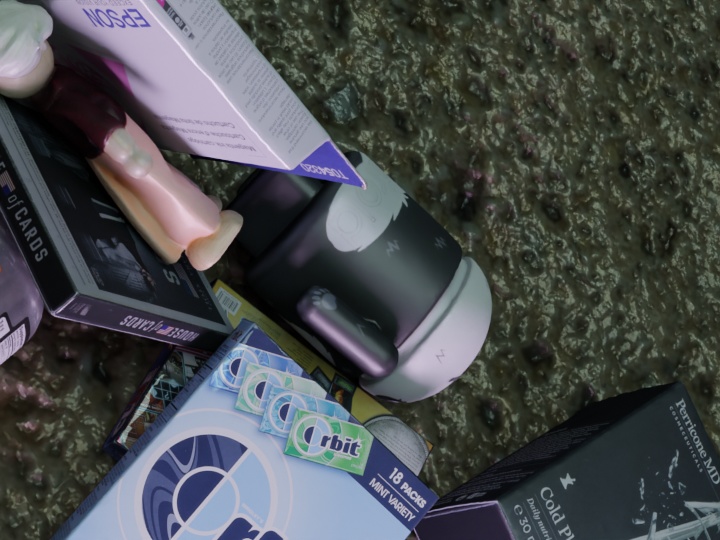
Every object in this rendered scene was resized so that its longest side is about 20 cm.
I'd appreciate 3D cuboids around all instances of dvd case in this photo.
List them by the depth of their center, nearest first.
[{"bbox_3d":[-0.156,-0.027,0.800,0.025,0.200,0.151,-34,71,12],"label":"dvd case"}]

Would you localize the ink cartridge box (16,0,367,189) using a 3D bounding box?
[{"bbox_3d":[-0.117,-0.111,0.792,0.044,0.195,0.200,-54,127,-19],"label":"ink cartridge box"}]

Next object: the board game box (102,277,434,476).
[{"bbox_3d":[-0.059,0.120,0.903,0.199,0.035,0.136,39,62,-14],"label":"board game box"}]

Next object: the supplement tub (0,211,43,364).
[{"bbox_3d":[-0.271,0.027,0.763,0.123,0.122,0.200,50,58,-7],"label":"supplement tub"}]

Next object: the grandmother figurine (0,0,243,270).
[{"bbox_3d":[-0.153,-0.079,0.770,0.200,0.121,0.061,45,76,-33],"label":"grandmother figurine"}]

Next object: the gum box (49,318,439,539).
[{"bbox_3d":[-0.076,0.163,0.837,0.170,0.045,0.200,43,82,-13],"label":"gum box"}]

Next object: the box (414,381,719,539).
[{"bbox_3d":[0.175,0.218,0.954,0.195,0.124,0.202,-25,89,-33],"label":"box"}]

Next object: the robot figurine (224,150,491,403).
[{"bbox_3d":[-0.001,0.002,0.917,0.200,0.125,0.151,42,64,-11],"label":"robot figurine"}]
